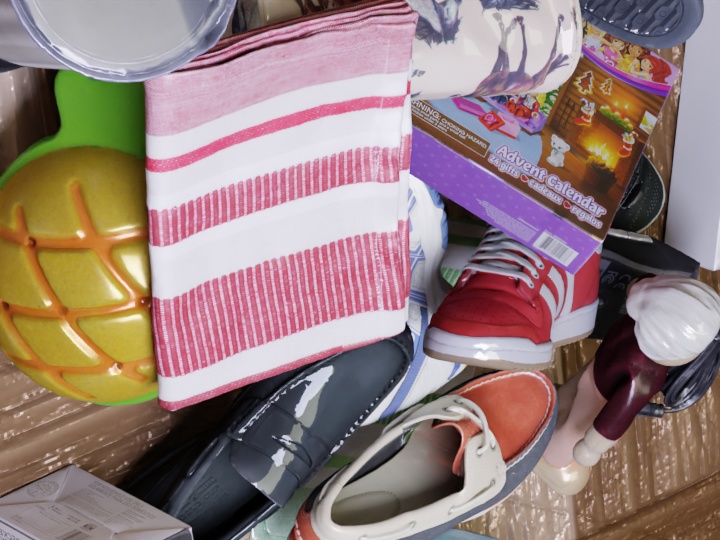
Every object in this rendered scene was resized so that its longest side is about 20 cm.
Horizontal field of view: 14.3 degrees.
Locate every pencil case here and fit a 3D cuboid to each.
[{"bbox_3d":[0.011,-0.129,1.447,0.199,0.078,0.090,-6,84,-27],"label":"pencil case"}]

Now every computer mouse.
[{"bbox_3d":[0.148,0.028,1.743,0.199,0.046,0.141,5,132,-30],"label":"computer mouse"}]

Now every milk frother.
[{"bbox_3d":[-0.185,-0.121,1.325,0.180,0.188,0.201,25,83,-26],"label":"milk frother"}]

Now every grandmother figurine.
[{"bbox_3d":[0.153,0.055,1.642,0.060,0.200,0.122,14,64,-12],"label":"grandmother figurine"}]

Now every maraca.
[{"bbox_3d":[-0.123,-0.018,1.448,0.200,0.137,0.107,-65,178,30],"label":"maraca"}]

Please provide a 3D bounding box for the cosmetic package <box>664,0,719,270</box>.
[{"bbox_3d":[0.241,-0.105,1.776,0.082,0.051,0.201,-8,110,-36],"label":"cosmetic package"}]

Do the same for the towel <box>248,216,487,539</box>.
[{"bbox_3d":[0.011,0.063,1.664,0.152,0.023,0.201,7,100,-41],"label":"towel"}]

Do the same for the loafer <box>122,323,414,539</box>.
[{"bbox_3d":[-0.048,0.098,1.546,0.200,0.070,0.068,-40,125,15],"label":"loafer"}]

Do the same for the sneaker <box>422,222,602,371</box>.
[{"bbox_3d":[0.089,-0.011,1.557,0.200,0.071,0.113,-25,126,-69],"label":"sneaker"}]

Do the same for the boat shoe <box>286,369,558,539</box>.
[{"bbox_3d":[0.042,0.107,1.605,0.200,0.071,0.063,-32,161,-32],"label":"boat shoe"}]

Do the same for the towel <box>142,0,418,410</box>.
[{"bbox_3d":[-0.038,-0.031,1.407,0.144,0.023,0.201,-18,129,-24],"label":"towel"}]

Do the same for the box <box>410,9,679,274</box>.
[{"bbox_3d":[0.060,-0.105,1.532,0.200,0.039,0.137,31,53,-6],"label":"box"}]

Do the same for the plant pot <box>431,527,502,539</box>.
[{"bbox_3d":[0.046,0.221,1.650,0.200,0.200,0.135,26,71,-41],"label":"plant pot"}]

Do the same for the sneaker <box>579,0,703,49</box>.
[{"bbox_3d":[0.108,-0.199,1.561,0.066,0.200,0.078,-56,177,32],"label":"sneaker"}]

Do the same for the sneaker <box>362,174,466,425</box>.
[{"bbox_3d":[0.000,0.000,1.567,0.088,0.075,0.200,-36,126,-24],"label":"sneaker"}]

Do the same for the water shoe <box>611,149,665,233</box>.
[{"bbox_3d":[0.125,-0.066,1.675,0.200,0.079,0.072,33,84,-41],"label":"water shoe"}]

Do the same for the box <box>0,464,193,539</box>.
[{"bbox_3d":[-0.131,0.218,1.542,0.060,0.116,0.201,-24,118,-33],"label":"box"}]
